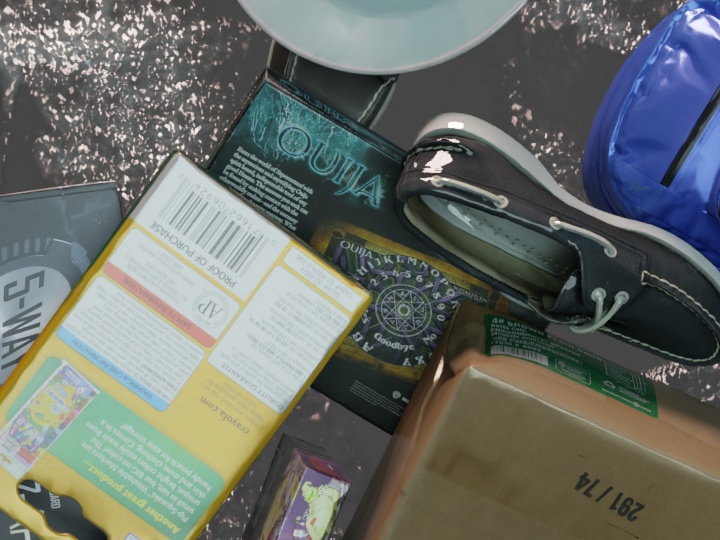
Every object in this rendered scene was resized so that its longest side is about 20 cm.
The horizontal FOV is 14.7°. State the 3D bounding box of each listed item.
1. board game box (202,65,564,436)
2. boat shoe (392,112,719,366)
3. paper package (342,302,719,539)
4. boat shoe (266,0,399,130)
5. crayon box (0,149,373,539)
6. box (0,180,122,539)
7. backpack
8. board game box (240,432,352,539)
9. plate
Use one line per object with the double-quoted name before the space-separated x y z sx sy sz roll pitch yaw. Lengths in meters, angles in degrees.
"board game box" 0.000 0.000 1.471 0.200 0.028 0.135 31 105 -9
"boat shoe" 0.104 -0.001 1.413 0.200 0.076 0.060 29 46 -3
"paper package" 0.105 0.144 1.439 0.200 0.103 0.191 23 106 -7
"boat shoe" 0.002 -0.144 1.473 0.072 0.061 0.202 22 89 -6
"crayon box" -0.103 0.054 1.425 0.126 0.052 0.200 36 91 -6
"box" -0.193 0.061 1.468 0.160 0.044 0.200 -7 93 -5
"backpack" 0.226 -0.060 1.448 0.200 0.168 0.163 33 83 1
"board game box" -0.045 0.148 1.407 0.032 0.200 0.120 18 89 -5
"plate" 0.018 -0.197 1.432 0.200 0.026 0.201 -2 82 18
